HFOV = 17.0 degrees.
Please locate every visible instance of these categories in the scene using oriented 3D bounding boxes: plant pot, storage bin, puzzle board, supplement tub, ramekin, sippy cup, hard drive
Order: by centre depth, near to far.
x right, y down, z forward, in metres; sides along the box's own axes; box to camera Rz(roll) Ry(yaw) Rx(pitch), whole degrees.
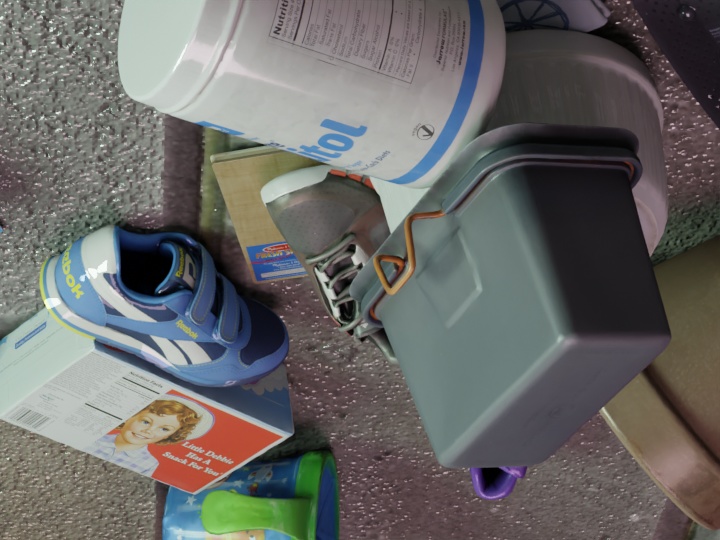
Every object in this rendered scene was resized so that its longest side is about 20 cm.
[{"bbox_3d":[-0.027,-0.133,1.410,0.199,0.133,0.132,15,140,-26],"label":"supplement tub"},{"bbox_3d":[0.090,0.024,1.441,0.144,0.135,0.200,1,146,-32],"label":"storage bin"},{"bbox_3d":[0.272,-0.131,1.512,0.134,0.043,0.200,-14,131,40],"label":"hard drive"},{"bbox_3d":[0.106,-0.054,1.565,0.198,0.106,0.201,-7,148,-4],"label":"ramekin"},{"bbox_3d":[0.008,-0.052,1.667,0.198,0.018,0.151,-9,146,5],"label":"puzzle board"},{"bbox_3d":[0.261,0.056,1.731,0.174,0.201,0.200,-38,137,13],"label":"plant pot"},{"bbox_3d":[-0.089,0.211,1.940,0.129,0.140,0.179,1,129,9],"label":"sippy cup"}]

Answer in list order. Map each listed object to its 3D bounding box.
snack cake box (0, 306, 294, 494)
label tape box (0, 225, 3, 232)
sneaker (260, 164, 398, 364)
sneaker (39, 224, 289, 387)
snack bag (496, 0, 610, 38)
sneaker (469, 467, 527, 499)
[{"bbox_3d":[-0.160,0.089,1.797,0.115,0.068,0.199,-34,137,31],"label":"snack cake box"},{"bbox_3d":[-0.342,-0.036,1.593,0.143,0.064,0.200,-16,144,14],"label":"label tape box"},{"bbox_3d":[0.000,0.000,1.653,0.077,0.082,0.200,-20,144,21],"label":"sneaker"},{"bbox_3d":[-0.125,0.024,1.706,0.199,0.074,0.082,19,136,-33],"label":"sneaker"},{"bbox_3d":[0.029,-0.165,1.504,0.199,0.022,0.188,-26,140,25],"label":"snack bag"},{"bbox_3d":[0.124,0.109,1.853,0.080,0.084,0.201,3,144,-6],"label":"sneaker"}]
